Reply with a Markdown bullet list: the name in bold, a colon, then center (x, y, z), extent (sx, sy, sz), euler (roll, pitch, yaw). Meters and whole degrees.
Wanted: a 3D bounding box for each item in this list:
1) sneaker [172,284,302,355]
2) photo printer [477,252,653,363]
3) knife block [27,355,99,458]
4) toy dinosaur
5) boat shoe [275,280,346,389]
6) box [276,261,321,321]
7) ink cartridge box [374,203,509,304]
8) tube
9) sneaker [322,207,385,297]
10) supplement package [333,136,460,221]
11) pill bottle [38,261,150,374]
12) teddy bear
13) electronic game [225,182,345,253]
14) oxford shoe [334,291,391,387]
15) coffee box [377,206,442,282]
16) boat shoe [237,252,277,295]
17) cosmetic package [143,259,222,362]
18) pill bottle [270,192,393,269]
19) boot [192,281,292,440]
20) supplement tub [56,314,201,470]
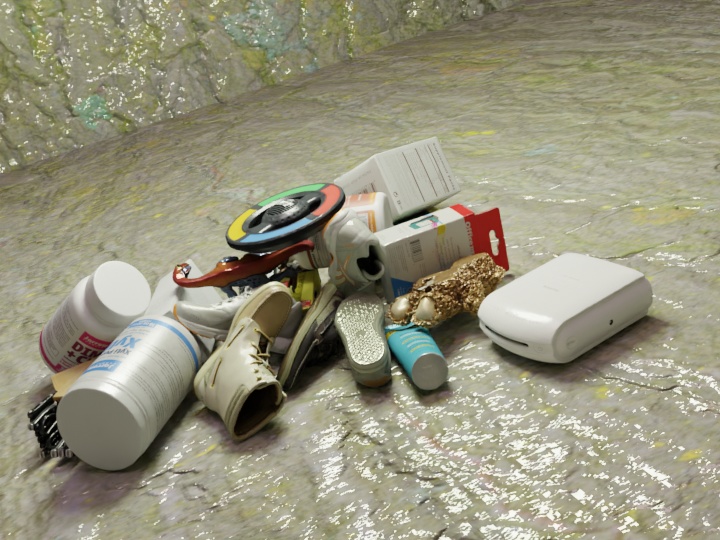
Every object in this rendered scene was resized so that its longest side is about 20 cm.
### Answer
- **sneaker**: center (-0.178, 0.059, 1.424), extent (0.197, 0.094, 0.076), euler (14, 6, -22)
- **photo printer**: center (0.269, 0.052, 1.302), extent (0.198, 0.071, 0.166), euler (-26, 25, -25)
- **knife block**: center (-0.380, 0.191, 1.383), extent (0.197, 0.065, 0.175), euler (-23, 24, -20)
- **toy dinosaur**: center (-0.192, -0.009, 1.477), extent (0.179, 0.201, 0.106), euler (0, 51, -29)
- **boat shoe**: center (-0.062, 0.098, 1.397), extent (0.065, 0.072, 0.202), euler (29, 44, -3)
- **box**: center (-0.105, 0.046, 1.568), extent (0.074, 0.051, 0.201), euler (-11, 23, 5)
- **ink cartridge box**: center (0.127, -0.027, 1.510), extent (0.197, 0.118, 0.067), euler (-19, 22, -13)
- **tube**: center (0.074, 0.107, 1.334), extent (0.076, 0.051, 0.200), euler (-6, 15, -9)
- **sneaker**: center (0.000, 0.000, 1.452), extent (0.075, 0.201, 0.092), euler (-40, 59, -16)
- **supplement package**: center (0.069, -0.154, 1.755), extent (0.116, 0.119, 0.199), euler (-27, -3, 42)
- **pill bottle**: center (-0.410, 0.078, 1.485), extent (0.200, 0.114, 0.113), euler (-42, 2, 39)
- **teddy bear**: center (0.128, 0.040, 1.408), extent (0.143, 0.068, 0.200), euler (-14, 12, 33)
- **electronic game**: center (-0.116, -0.084, 1.482), extent (0.197, 0.042, 0.201), euler (-18, 23, 8)
- **oxford shoe**: center (0.006, 0.096, 1.356), extent (0.074, 0.059, 0.201), euler (-16, 31, 2)
- **coffee box**: center (0.082, -0.049, 1.682), extent (0.197, 0.045, 0.123), euler (-23, 24, -20)
- **boat shoe**: center (-0.175, 0.031, 1.616), extent (0.067, 0.075, 0.201), euler (-4, 32, 1)
- **cosmetic package**: center (-0.281, 0.074, 1.524), extent (0.071, 0.102, 0.201), euler (-32, 19, 12)
- **pill bottle**: center (-0.048, -0.062, 1.583), extent (0.196, 0.114, 0.113), euler (-6, 23, 11)
- **boot**: center (-0.137, 0.122, 1.307), extent (0.201, 0.072, 0.154), euler (-54, 32, -4)
- **supplement tub**: center (-0.311, 0.162, 1.319), extent (0.129, 0.134, 0.200), euler (-6, 23, 19)
